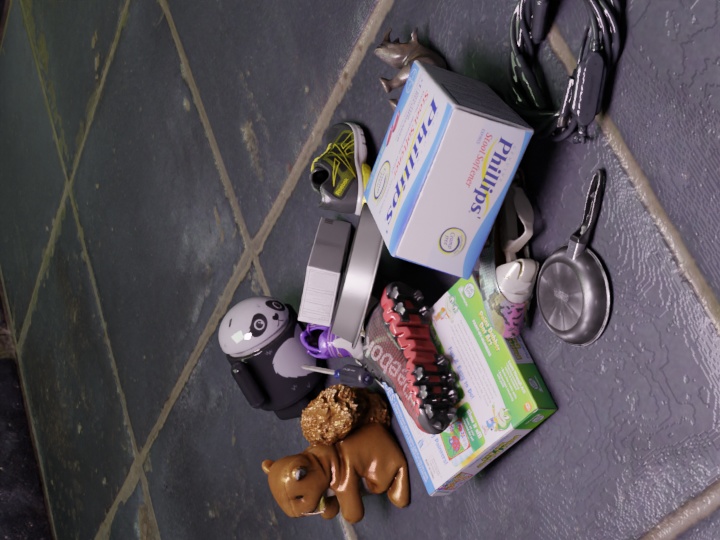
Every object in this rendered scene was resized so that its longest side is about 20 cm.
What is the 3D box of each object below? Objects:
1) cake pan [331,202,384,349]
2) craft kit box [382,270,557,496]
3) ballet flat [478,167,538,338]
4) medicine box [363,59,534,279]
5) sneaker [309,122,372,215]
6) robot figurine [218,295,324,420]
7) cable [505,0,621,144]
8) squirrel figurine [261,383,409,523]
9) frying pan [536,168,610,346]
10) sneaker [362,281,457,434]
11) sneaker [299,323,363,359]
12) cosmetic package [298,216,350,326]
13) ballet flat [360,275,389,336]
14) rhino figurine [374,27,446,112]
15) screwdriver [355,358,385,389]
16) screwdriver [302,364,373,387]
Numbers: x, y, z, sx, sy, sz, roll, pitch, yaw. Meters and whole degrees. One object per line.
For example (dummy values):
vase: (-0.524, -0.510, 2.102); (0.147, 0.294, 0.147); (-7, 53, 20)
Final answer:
cake pan: (0.000, 0.000, 1.423); (0.200, 0.036, 0.202); (-165, 90, -88)
craft kit box: (0.121, 0.138, 1.347); (0.198, 0.048, 0.201); (-47, 52, 34)
ballet flat: (0.174, -0.026, 1.270); (0.071, 0.069, 0.202); (-19, 71, 55)
medicine box: (0.094, -0.120, 1.264); (0.200, 0.102, 0.184); (-111, 40, -65)
sneaker: (-0.034, -0.151, 1.558); (0.201, 0.084, 0.075); (-108, 24, -52)
robot figurine: (-0.134, 0.135, 1.700); (0.201, 0.124, 0.150); (60, 179, -20)
cable: (0.217, -0.244, 1.203); (0.163, 0.050, 0.202); (-144, 53, -58)
squirrel figurine: (-0.044, 0.254, 1.540); (0.141, 0.185, 0.203); (8, 99, 59)
frying pan: (0.243, -0.001, 1.196); (0.115, 0.031, 0.191); (58, 142, 38)
sneaker: (0.054, 0.118, 1.341); (0.098, 0.070, 0.202); (-41, 53, 33)
sneaker: (-0.054, 0.091, 1.624); (0.200, 0.082, 0.082); (180, 85, -76)
cosmetic package: (-0.049, -0.001, 1.567); (0.200, 0.050, 0.083); (-80, 3, -67)
ballet flat: (0.033, 0.089, 1.511); (0.073, 0.072, 0.201); (-57, 46, 45)
rhino figurine: (0.074, -0.241, 1.410); (0.060, 0.087, 0.201); (62, -176, -57)
screwdriver: (0.063, 0.185, 1.443); (0.200, 0.028, 0.029); (41, 161, 23)
screwdriver: (-0.038, 0.143, 1.497); (0.199, 0.028, 0.029); (-9, 67, 61)
